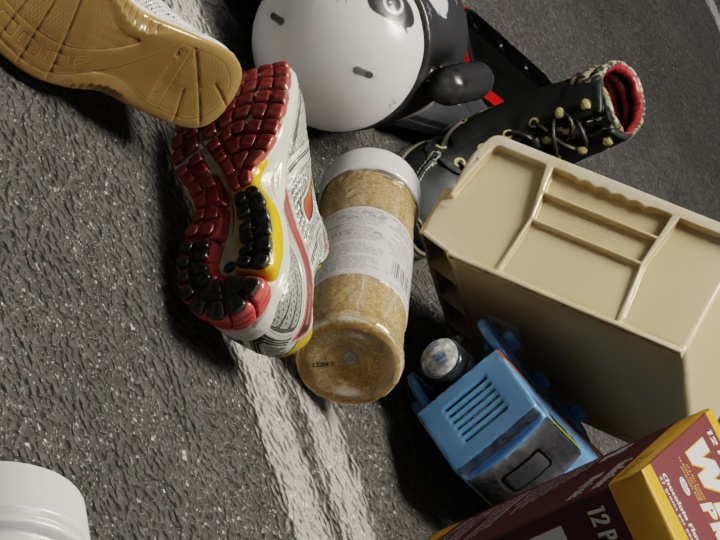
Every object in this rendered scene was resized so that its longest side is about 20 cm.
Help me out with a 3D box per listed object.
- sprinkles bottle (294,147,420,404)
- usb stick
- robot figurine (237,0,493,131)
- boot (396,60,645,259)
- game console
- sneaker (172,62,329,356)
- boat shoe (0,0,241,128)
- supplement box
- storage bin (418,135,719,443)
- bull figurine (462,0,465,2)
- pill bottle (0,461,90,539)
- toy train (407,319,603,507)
[{"bbox_3d":[0.000,0.000,1.472,0.068,0.068,0.200,53,23,-26],"label":"sprinkles bottle"},{"bbox_3d":[0.054,-0.126,1.803,0.200,0.033,0.056,6,57,-65],"label":"usb stick"},{"bbox_3d":[0.003,-0.161,1.590,0.200,0.150,0.125,-24,101,-70],"label":"robot figurine"},{"bbox_3d":[0.112,-0.087,1.698,0.074,0.153,0.204,62,33,-11],"label":"boot"},{"bbox_3d":[0.131,-0.122,1.998,0.200,0.031,0.177,32,43,-53],"label":"game console"},{"bbox_3d":[-0.061,-0.036,1.356,0.082,0.078,0.200,48,35,-45],"label":"sneaker"},{"bbox_3d":[-0.156,-0.140,1.288,0.200,0.071,0.069,29,12,-44],"label":"boat shoe"},{"bbox_3d":[0.128,0.194,1.358,0.133,0.200,0.197,64,20,3],"label":"supplement box"},{"bbox_3d":[0.154,0.023,1.561,0.094,0.198,0.200,-59,159,-18],"label":"storage bin"},{"bbox_3d":[0.061,-0.301,1.973,0.200,0.065,0.122,41,18,-40],"label":"bull figurine"},{"bbox_3d":[-0.136,0.177,0.877,0.111,0.111,0.200,40,31,-47],"label":"pill bottle"},{"bbox_3d":[0.105,0.116,1.531,0.200,0.087,0.114,46,9,-47],"label":"toy train"}]
